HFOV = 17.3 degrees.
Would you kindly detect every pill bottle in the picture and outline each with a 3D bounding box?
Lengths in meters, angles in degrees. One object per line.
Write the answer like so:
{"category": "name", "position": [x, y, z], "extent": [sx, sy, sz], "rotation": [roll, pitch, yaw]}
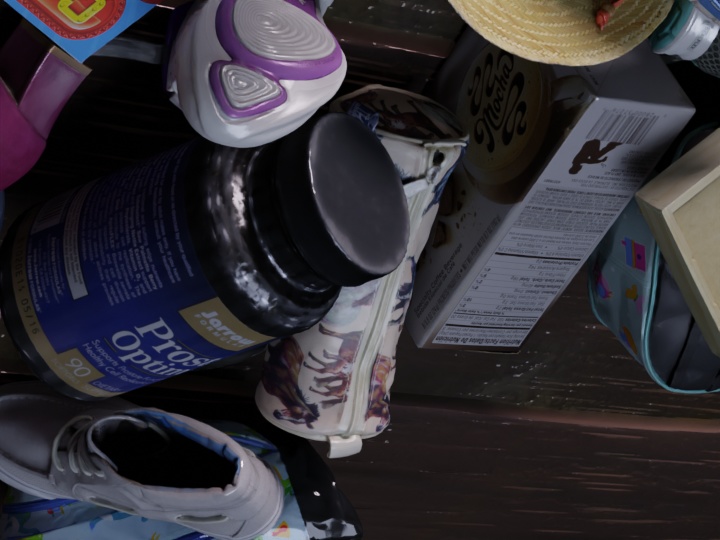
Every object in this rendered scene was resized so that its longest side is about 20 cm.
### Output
{"category": "pill bottle", "position": [-0.079, -0.010, 1.207], "extent": [0.200, 0.112, 0.112], "rotation": [-20, 151, 32]}

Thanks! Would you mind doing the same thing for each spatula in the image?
{"category": "spatula", "position": [-0.139, -0.113, 1.208], "extent": [0.200, 0.021, 0.057], "rotation": [-6, 124, -23]}

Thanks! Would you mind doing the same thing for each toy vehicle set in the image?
{"category": "toy vehicle set", "position": [0.256, -0.051, 1.310], "extent": [0.200, 0.027, 0.124], "rotation": [-37, 125, -10]}

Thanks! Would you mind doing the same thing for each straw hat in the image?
{"category": "straw hat", "position": [0.068, -0.190, 1.188], "extent": [0.201, 0.201, 0.085], "rotation": [7, 174, -38]}

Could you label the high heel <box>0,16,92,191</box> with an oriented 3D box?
{"category": "high heel", "position": [-0.220, -0.101, 1.118], "extent": [0.096, 0.067, 0.200], "rotation": [-52, 144, 5]}

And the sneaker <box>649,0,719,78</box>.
{"category": "sneaker", "position": [0.227, -0.146, 1.283], "extent": [0.200, 0.091, 0.078], "rotation": [-49, 173, -49]}

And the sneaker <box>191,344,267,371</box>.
{"category": "sneaker", "position": [-0.075, -0.003, 1.353], "extent": [0.115, 0.075, 0.200], "rotation": [4, 144, -42]}

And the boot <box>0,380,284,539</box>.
{"category": "boot", "position": [-0.143, 0.096, 1.340], "extent": [0.200, 0.074, 0.096], "rotation": [13, 162, 15]}

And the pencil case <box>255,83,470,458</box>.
{"category": "pencil case", "position": [0.000, 0.000, 1.322], "extent": [0.078, 0.089, 0.200], "rotation": [8, 108, -22]}

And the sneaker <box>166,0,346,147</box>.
{"category": "sneaker", "position": [-0.055, -0.096, 1.142], "extent": [0.075, 0.200, 0.100], "rotation": [30, 117, -9]}

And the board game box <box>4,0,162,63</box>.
{"category": "board game box", "position": [-0.115, -0.214, 1.072], "extent": [0.196, 0.056, 0.200], "rotation": [-36, 143, 11]}

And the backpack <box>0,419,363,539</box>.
{"category": "backpack", "position": [-0.121, 0.158, 1.448], "extent": [0.200, 0.154, 0.163], "rotation": [-32, -175, -9]}

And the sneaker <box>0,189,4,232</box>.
{"category": "sneaker", "position": [-0.225, 0.007, 1.278], "extent": [0.082, 0.070, 0.200], "rotation": [-17, 148, -47]}

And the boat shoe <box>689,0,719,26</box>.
{"category": "boat shoe", "position": [0.182, -0.176, 1.157], "extent": [0.200, 0.072, 0.072], "rotation": [31, 154, -24]}

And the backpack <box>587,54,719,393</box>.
{"category": "backpack", "position": [0.214, -0.034, 1.407], "extent": [0.176, 0.153, 0.200], "rotation": [-16, 121, -25]}

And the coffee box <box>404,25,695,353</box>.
{"category": "coffee box", "position": [0.087, -0.060, 1.342], "extent": [0.080, 0.113, 0.200], "rotation": [4, 135, -36]}
